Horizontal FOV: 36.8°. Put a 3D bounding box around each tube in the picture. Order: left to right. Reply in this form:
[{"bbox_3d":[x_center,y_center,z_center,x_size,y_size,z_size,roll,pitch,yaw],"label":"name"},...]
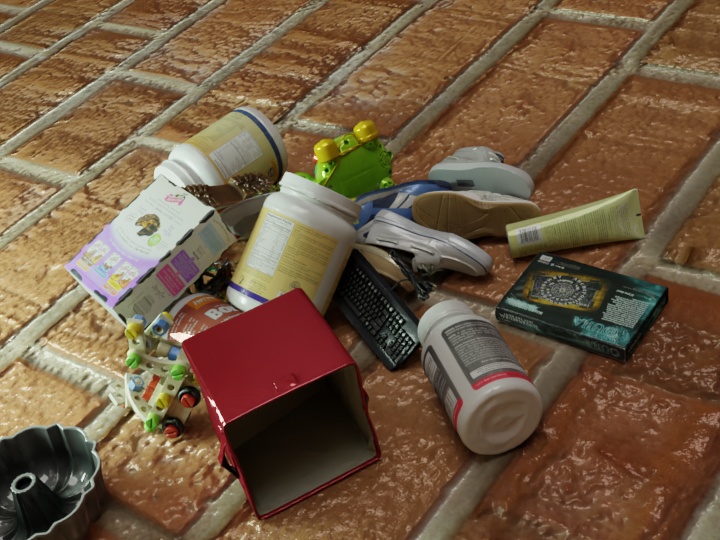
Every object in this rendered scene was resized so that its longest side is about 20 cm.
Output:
[{"bbox_3d":[0.314,-0.062,1.591,0.197,0.058,0.052,-13,62,10],"label":"tube"}]

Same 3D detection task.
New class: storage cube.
[{"bbox_3d":[-0.102,0.162,1.351,0.198,0.172,0.180,-24,38,-13],"label":"storage cube"}]

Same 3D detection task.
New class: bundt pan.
[{"bbox_3d":[-0.412,0.292,1.365,0.199,0.076,0.203,-8,37,6],"label":"bundt pan"}]

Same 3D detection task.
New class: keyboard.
[{"bbox_3d":[0.033,0.035,1.519,0.127,0.021,0.200,-49,51,10],"label":"keyboard"}]

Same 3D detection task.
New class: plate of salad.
[{"bbox_3d":[-0.131,-0.097,1.679,0.197,0.200,0.049,-12,75,3],"label":"plate of salad"}]

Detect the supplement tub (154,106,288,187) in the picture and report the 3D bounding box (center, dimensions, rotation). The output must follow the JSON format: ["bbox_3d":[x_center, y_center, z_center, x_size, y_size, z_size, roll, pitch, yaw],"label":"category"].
[{"bbox_3d":[-0.237,-0.173,1.841,0.199,0.146,0.144,-38,43,-27],"label":"supplement tub"}]

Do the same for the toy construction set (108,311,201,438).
[{"bbox_3d":[-0.275,0.147,1.442,0.130,0.200,0.093,28,47,-6],"label":"toy construction set"}]

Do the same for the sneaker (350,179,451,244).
[{"bbox_3d":[0.059,-0.093,1.710,0.198,0.083,0.074,-17,-1,-22],"label":"sneaker"}]

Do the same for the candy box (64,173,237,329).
[{"bbox_3d":[-0.302,-0.026,1.554,0.200,0.072,0.167,-45,42,-13],"label":"candy box"}]

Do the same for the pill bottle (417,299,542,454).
[{"bbox_3d":[0.141,0.127,1.367,0.109,0.112,0.201,-19,38,-7],"label":"pill bottle"}]

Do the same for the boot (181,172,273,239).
[{"bbox_3d":[-0.234,-0.084,1.741,0.198,0.108,0.075,-12,42,-24],"label":"boot"}]

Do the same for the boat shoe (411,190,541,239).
[{"bbox_3d":[0.179,-0.088,1.667,0.197,0.072,0.069,7,18,10],"label":"boat shoe"}]

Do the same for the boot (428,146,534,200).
[{"bbox_3d":[0.208,-0.163,1.735,0.198,0.074,0.096,12,43,40],"label":"boot"}]

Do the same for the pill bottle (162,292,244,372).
[{"bbox_3d":[-0.206,0.099,1.513,0.199,0.113,0.112,24,51,38],"label":"pill bottle"}]

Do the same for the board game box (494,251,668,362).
[{"bbox_3d":[0.302,0.046,1.484,0.198,0.028,0.135,18,48,35],"label":"board game box"}]

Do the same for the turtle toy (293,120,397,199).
[{"bbox_3d":[-0.035,-0.153,1.772,0.198,0.147,0.101,-26,17,-16],"label":"turtle toy"}]

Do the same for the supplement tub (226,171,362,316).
[{"bbox_3d":[-0.091,-0.022,1.536,0.145,0.145,0.202,23,89,39],"label":"supplement tub"}]

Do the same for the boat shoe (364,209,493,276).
[{"bbox_3d":[0.099,-0.023,1.607,0.198,0.074,0.067,22,72,26],"label":"boat shoe"}]

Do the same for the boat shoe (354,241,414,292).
[{"bbox_3d":[0.000,0.000,1.617,0.199,0.074,0.070,23,74,37],"label":"boat shoe"}]

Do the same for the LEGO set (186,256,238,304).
[{"bbox_3d":[-0.244,-0.013,1.662,0.198,0.117,0.154,13,45,31],"label":"LEGO set"}]
